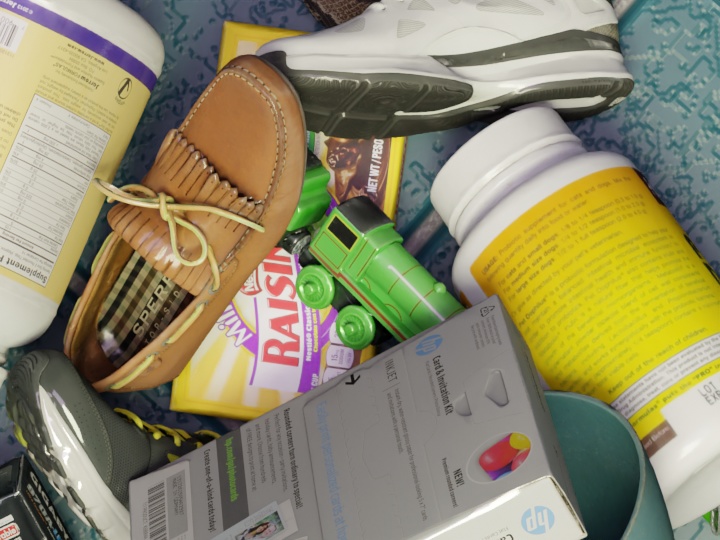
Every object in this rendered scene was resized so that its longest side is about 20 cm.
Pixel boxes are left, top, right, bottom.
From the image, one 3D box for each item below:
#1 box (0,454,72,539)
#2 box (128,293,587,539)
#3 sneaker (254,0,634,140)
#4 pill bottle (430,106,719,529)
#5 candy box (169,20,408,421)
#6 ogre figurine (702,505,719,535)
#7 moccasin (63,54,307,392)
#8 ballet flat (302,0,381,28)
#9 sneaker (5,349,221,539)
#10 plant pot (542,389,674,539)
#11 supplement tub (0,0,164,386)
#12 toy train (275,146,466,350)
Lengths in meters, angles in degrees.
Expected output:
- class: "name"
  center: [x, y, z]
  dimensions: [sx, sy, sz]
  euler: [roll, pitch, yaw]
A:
- class: "box"
  center: [-0.221, 0.204, 1.321]
  dimensions: [0.199, 0.046, 0.159]
  euler: [-25, 110, 3]
- class: "box"
  center: [-0.008, 0.105, 1.184]
  dimensions: [0.199, 0.156, 0.041]
  euler: [-29, 118, 9]
- class: "sneaker"
  center: [0.033, -0.131, 1.311]
  dimensions: [0.200, 0.076, 0.116]
  euler: [-3, 74, -23]
- class: "pill bottle"
  center: [0.118, 0.020, 1.284]
  dimensions: [0.109, 0.109, 0.200]
  euler: [-35, 69, 2]
- class: "candy box"
  center: [-0.033, -0.021, 1.348]
  dimensions: [0.102, 0.026, 0.201]
  euler: [8, 90, 7]
- class: "ogre figurine"
  center: [0.268, 0.080, 1.300]
  dimensions: [0.199, 0.098, 0.121]
  euler: [6, 104, 35]
- class: "moccasin"
  center: [-0.089, -0.019, 1.269]
  dimensions: [0.074, 0.078, 0.202]
  euler: [48, 126, 13]
- class: "ballet flat"
  center: [-0.013, -0.220, 1.324]
  dimensions: [0.067, 0.075, 0.201]
  euler: [-1, 90, 2]
- class: "sneaker"
  center: [-0.100, 0.101, 1.309]
  dimensions: [0.085, 0.074, 0.200]
  euler: [-41, 124, -11]
- class: "plant pot"
  center: [0.065, 0.170, 1.193]
  dimensions: [0.200, 0.200, 0.135]
  euler: [-31, 117, 3]
- class: "supplement tub"
  center: [-0.195, -0.050, 1.290]
  dimensions: [0.145, 0.145, 0.201]
  euler: [23, 85, 3]
- class: "toy train"
  center: [0.000, 0.000, 1.289]
  dimensions: [0.200, 0.042, 0.056]
  euler: [44, 122, 16]
